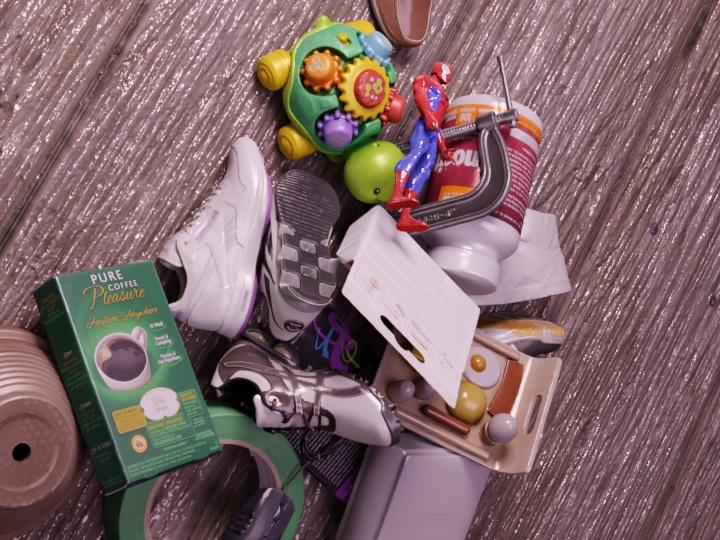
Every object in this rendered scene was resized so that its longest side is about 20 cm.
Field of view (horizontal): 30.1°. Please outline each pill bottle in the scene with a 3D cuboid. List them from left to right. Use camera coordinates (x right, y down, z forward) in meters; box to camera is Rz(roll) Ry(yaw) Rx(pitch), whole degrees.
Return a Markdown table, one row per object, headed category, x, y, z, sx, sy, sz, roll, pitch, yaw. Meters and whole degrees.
| category | x | y | z | sx | sy | sz | roll | pitch | yaw |
| --- | --- | --- | --- | --- | --- | --- | --- | --- | --- |
| pill bottle | 0.128 | -0.081 | 1.470 | 0.113 | 0.113 | 0.201 | 25 | 70 | -36 |

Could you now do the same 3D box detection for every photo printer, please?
| category | x | y | z | sx | sy | sz | roll | pitch | yaw |
| --- | --- | --- | --- | --- | --- | --- | --- | --- | --- |
| photo printer | 0.052 | 0.277 | 1.482 | 0.166 | 0.069 | 0.201 | 8 | 107 | -46 |

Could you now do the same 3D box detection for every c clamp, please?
| category | x | y | z | sx | sy | sz | roll | pitch | yaw |
| --- | --- | --- | --- | --- | --- | --- | --- | --- | --- |
| c clamp | 0.083 | -0.119 | 1.429 | 0.027 | 0.199 | 0.172 | 41 | 32 | -61 |

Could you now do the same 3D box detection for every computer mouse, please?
| category | x | y | z | sx | sy | sz | roll | pitch | yaw |
| --- | --- | --- | --- | --- | --- | --- | --- | --- | --- |
| computer mouse | -0.067 | 0.220 | 1.344 | 0.200 | 0.034 | 0.059 | -51 | 121 | -9 |

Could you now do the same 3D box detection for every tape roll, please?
| category | x | y | z | sx | sy | sz | roll | pitch | yaw |
| --- | --- | --- | --- | --- | --- | --- | --- | --- | --- |
| tape roll | -0.155 | 0.232 | 1.344 | 0.200 | 0.048 | 0.201 | -8 | 108 | -27 |

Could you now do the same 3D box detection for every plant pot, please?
| category | x | y | z | sx | sy | sz | roll | pitch | yaw |
| --- | --- | --- | --- | --- | --- | --- | --- | --- | --- |
| plant pot | -0.321 | 0.155 | 1.202 | 0.200 | 0.093 | 0.202 | -7 | 101 | -36 |

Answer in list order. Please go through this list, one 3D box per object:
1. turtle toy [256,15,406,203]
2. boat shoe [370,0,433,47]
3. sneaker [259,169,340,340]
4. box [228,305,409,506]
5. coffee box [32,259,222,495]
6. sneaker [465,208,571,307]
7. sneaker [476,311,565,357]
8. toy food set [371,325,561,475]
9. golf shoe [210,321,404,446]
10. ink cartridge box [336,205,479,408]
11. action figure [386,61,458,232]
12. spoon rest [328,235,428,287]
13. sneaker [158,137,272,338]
| category | x | y | z | sx | sy | sz | roll | pitch | yaw |
| --- | --- | --- | --- | --- | --- | --- | --- | --- | --- |
| turtle toy | -0.010 | -0.165 | 1.382 | 0.145 | 0.101 | 0.201 | -27 | 112 | -31 |
| boat shoe | 0.054 | -0.339 | 1.425 | 0.075 | 0.072 | 0.201 | -10 | 102 | -35 |
| sneaker | -0.070 | -0.017 | 1.342 | 0.074 | 0.089 | 0.201 | 21 | 42 | -16 |
| box | -0.030 | 0.143 | 1.441 | 0.143 | 0.036 | 0.200 | -50 | 123 | -11 |
| coffee box | -0.214 | 0.094 | 1.239 | 0.123 | 0.044 | 0.201 | -14 | 79 | -50 |
| sneaker | 0.152 | -0.016 | 1.552 | 0.199 | 0.074 | 0.116 | -10 | 91 | -35 |
| sneaker | 0.147 | 0.101 | 1.561 | 0.199 | 0.076 | 0.088 | -5 | 105 | -26 |
| toy food set | 0.114 | 0.116 | 1.444 | 0.199 | 0.060 | 0.144 | 28 | 63 | -14 |
| golf shoe | -0.056 | 0.135 | 1.311 | 0.095 | 0.199 | 0.078 | -49 | 154 | -37 |
| ink cartridge box | 0.039 | 0.040 | 1.330 | 0.163 | 0.057 | 0.200 | 46 | 31 | -12 |
| action figure | 0.069 | -0.136 | 1.377 | 0.065 | 0.051 | 0.201 | 57 | 36 | -50 |
| spoon rest | 0.000 | 0.000 | 1.438 | 0.199 | 0.061 | 0.100 | -2 | 97 | -36 |
| sneaker | -0.143 | -0.039 | 1.318 | 0.099 | 0.075 | 0.201 | 11 | 78 | -14 |
